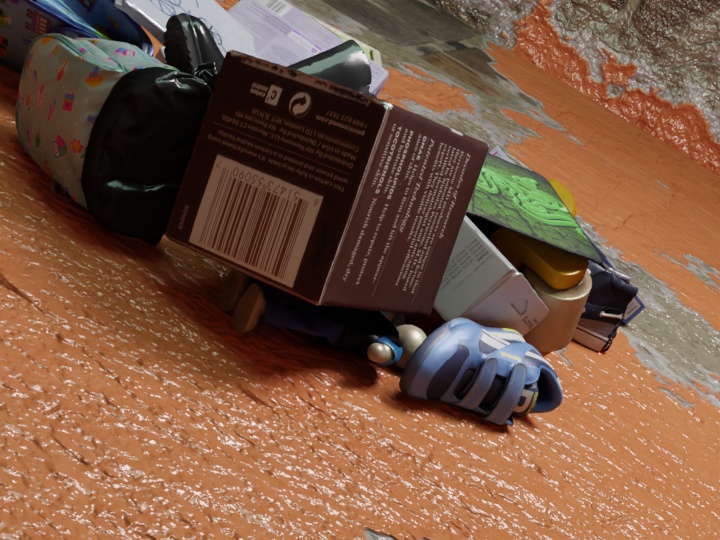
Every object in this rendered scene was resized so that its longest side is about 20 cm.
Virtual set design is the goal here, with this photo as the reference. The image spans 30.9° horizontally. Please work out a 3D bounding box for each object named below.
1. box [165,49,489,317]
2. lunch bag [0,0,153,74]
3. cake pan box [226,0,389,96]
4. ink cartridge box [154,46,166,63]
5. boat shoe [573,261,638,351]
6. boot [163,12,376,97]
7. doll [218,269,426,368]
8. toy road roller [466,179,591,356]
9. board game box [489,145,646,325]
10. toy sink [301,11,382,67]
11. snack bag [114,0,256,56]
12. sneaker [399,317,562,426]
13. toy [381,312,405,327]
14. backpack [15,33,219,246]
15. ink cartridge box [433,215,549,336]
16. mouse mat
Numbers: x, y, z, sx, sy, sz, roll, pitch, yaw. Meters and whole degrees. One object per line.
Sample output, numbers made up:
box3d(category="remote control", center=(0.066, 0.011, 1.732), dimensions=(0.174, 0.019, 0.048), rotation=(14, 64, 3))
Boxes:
box3d(category="box", center=(-0.024, -0.068, 1.094), dimensions=(0.165, 0.165, 0.200), rotation=(22, 7, 28))
box3d(category="lunch bag", center=(-0.279, -0.228, 1.293), dimensions=(0.200, 0.151, 0.094), rotation=(36, 63, -1))
box3d(category="cake pan box", center=(-0.089, -0.223, 1.468), dimensions=(0.200, 0.052, 0.184), rotation=(34, 41, 0))
box3d(category="ink cartridge box", center=(-0.130, -0.166, 1.464), dimensions=(0.160, 0.047, 0.201), rotation=(-5, 56, -34))
box3d(category="boat shoe", center=(0.221, 0.013, 1.490), dimensions=(0.199, 0.093, 0.075), rotation=(23, 20, -20))
box3d(category="boot", center=(-0.080, -0.187, 1.257), dimensions=(0.199, 0.166, 0.066), rotation=(-20, 28, -25))
box3d(category="doll", center=(-0.022, 0.043, 1.131), dimensions=(0.199, 0.049, 0.136), rotation=(18, 17, -31))
box3d(category="toy road roller", center=(0.187, -0.020, 1.398), dimensions=(0.146, 0.123, 0.200), rotation=(-22, 53, -32))
box3d(category="board game box", center=(0.252, -0.043, 1.644), dimensions=(0.200, 0.043, 0.199), rotation=(42, 8, -46))
box3d(category="toy sink", center=(-0.047, -0.263, 1.766), dimensions=(0.130, 0.112, 0.200), rotation=(26, 19, -10))
box3d(category="snack bag", center=(-0.172, -0.250, 1.325), dimensions=(0.200, 0.021, 0.189), rotation=(38, 22, -33))
box3d(category="sneaker", center=(0.113, 0.094, 1.165), dimensions=(0.200, 0.074, 0.082), rotation=(3, 34, -51))
box3d(category="toy", center=(0.000, 0.000, 1.273), dimensions=(0.115, 0.047, 0.200), rotation=(24, 19, -14))
box3d(category="backpack", center=(-0.218, -0.134, 1.140), dimensions=(0.126, 0.167, 0.200), rotation=(15, 16, -38))
box3d(category="ink cartridge box", center=(0.079, -0.019, 1.279), dimensions=(0.200, 0.083, 0.146), rotation=(50, 4, 28))
box3d(category="mouse mat", center=(0.145, -0.079, 1.309), dimensions=(0.199, 0.008, 0.161), rotation=(20, 29, -32))
